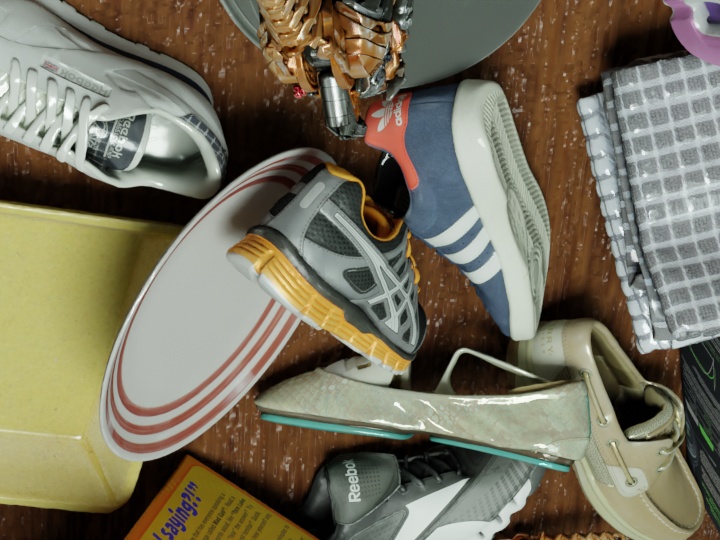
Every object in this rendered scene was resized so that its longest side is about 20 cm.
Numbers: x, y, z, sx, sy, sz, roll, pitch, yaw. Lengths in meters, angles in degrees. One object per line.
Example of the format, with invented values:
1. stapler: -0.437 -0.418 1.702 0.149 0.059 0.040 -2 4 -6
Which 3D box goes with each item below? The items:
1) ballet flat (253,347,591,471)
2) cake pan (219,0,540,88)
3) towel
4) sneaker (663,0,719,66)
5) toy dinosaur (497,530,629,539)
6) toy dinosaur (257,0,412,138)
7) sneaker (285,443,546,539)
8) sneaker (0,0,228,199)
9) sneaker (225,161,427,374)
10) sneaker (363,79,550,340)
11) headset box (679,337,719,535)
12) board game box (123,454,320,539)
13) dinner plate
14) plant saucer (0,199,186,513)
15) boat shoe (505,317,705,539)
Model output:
1. ballet flat: 0.039 0.073 1.273 0.200 0.067 0.062 9 89 7
2. cake pan: 0.019 -0.178 1.123 0.200 0.037 0.200 -8 125 -11
3. towel: 0.235 -0.051 1.206 0.200 0.086 0.166 -13 93 -6
4. sneaker: 0.187 -0.210 1.131 0.088 0.080 0.200 -36 115 -23
5. toy dinosaur: 0.079 0.226 1.390 0.200 0.102 0.136 -20 112 24
6. toy dinosaur: -0.011 -0.131 1.016 0.102 0.200 0.136 -3 89 -6
7. sneaker: 0.022 0.143 1.326 0.200 0.066 0.091 -32 129 9
8. sneaker: -0.159 -0.092 1.104 0.200 0.081 0.076 15 120 -23
9. sneaker: 0.000 0.000 1.184 0.077 0.078 0.200 -55 158 0
10. sneaker: 0.054 -0.033 1.221 0.084 0.075 0.200 -2 139 18
11. headset box: 0.296 0.075 1.342 0.174 0.093 0.200 -16 127 -6
12. board game box: -0.094 0.272 1.252 0.200 0.200 0.200 33 115 1
13. dinner plate: -0.079 0.016 1.176 0.200 0.024 0.200 -45 158 -25
14. plant saucer: -0.206 0.037 1.199 0.200 0.048 0.200 8 120 -21
15. boat shoe: 0.167 0.101 1.327 0.065 0.072 0.200 -16 128 35
